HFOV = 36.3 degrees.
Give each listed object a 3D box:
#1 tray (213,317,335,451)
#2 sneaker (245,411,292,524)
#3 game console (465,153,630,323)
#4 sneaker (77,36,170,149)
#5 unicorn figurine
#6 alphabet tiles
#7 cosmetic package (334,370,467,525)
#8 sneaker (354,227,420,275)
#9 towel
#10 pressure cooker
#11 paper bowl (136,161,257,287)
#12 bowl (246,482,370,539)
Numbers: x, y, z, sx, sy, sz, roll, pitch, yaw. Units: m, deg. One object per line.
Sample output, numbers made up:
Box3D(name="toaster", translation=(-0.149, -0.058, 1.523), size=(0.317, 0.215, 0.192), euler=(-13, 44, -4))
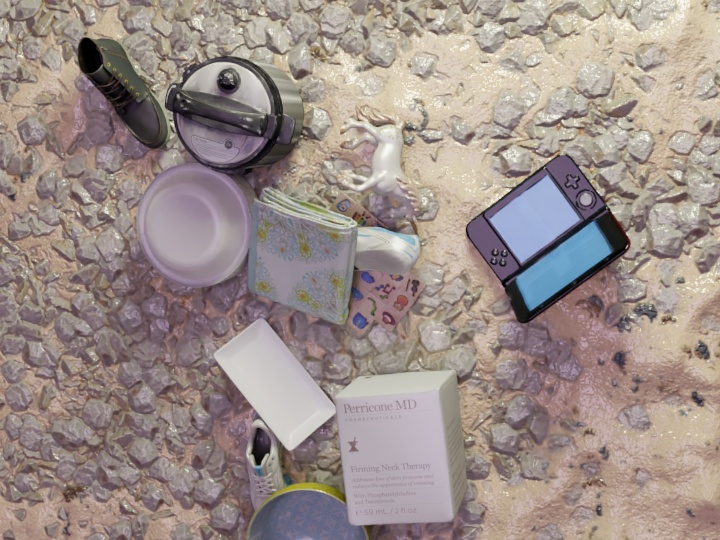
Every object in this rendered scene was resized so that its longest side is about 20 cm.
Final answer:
Box3D(name="tray", translation=(-0.139, 0.185, 1.787), size=(0.107, 0.022, 0.200), euler=(-38, 87, -20))
Box3D(name="sneaker", translation=(-0.158, 0.328, 1.794), size=(0.075, 0.087, 0.201), euler=(-5, 97, 12))
Box3D(name="game console", translation=(0.272, -0.051, 1.632), size=(0.200, 0.119, 0.173), euler=(-37, 88, 14))
Box3D(name="sneaker", translation=(-0.386, -0.282, 1.765), size=(0.075, 0.106, 0.200), euler=(-33, 88, 14))
Box3D(name="unicorn figurine", translation=(0.032, -0.155, 1.697), size=(0.137, 0.074, 0.201), euler=(5, 92, 2))
Box3D(name="alphabet tiles", translation=(0.000, 0.000, 1.759), size=(0.200, 0.008, 0.167), euler=(38, 103, 6))
Box3D(name="cosmetic package", translation=(0.066, 0.269, 1.693), size=(0.167, 0.166, 0.201), euler=(-6, 94, 14))
Box3D(name="sneaker", translation=(0.001, -0.039, 1.726), size=(0.199, 0.073, 0.072), euler=(11, 127, 23))
Box3D(name="towel", translation=(-0.093, -0.020, 1.716), size=(0.171, 0.048, 0.201), euler=(22, 129, 18))
Box3D(name="pressure cooker", translation=(-0.191, -0.240, 1.677), size=(0.175, 0.200, 0.179), euler=(-27, 91, 14))
Box3D(name="paper bowl", translation=(-0.264, -0.073, 1.764), size=(0.200, 0.104, 0.202), euler=(2, 98, 14))
Box3D(name="bowl", translation=(-0.075, 0.421, 1.769), size=(0.199, 0.108, 0.201), euler=(2, 104, 8))
